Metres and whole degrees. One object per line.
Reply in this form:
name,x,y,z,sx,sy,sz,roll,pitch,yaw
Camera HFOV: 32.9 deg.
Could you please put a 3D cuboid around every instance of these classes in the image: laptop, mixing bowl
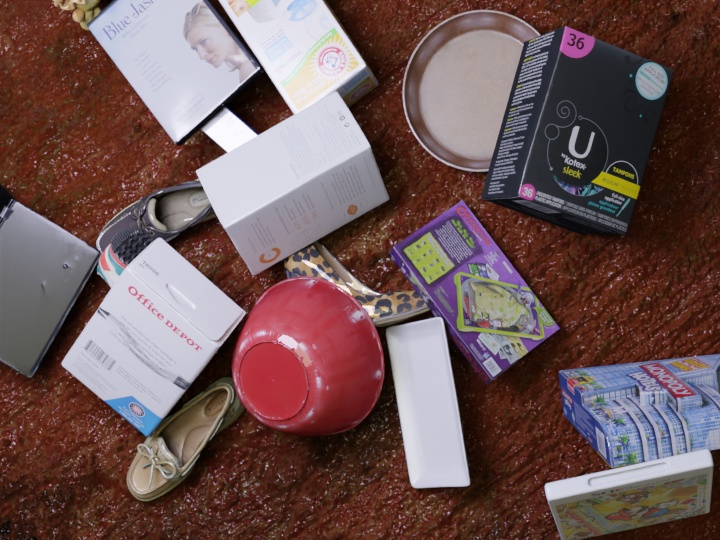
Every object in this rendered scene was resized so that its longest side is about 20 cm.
laptop,-0.466,0.003,1.610,0.199,0.115,0.189,32,91,52
mixing bowl,-0.082,0.118,1.472,0.197,0.108,0.204,6,105,25

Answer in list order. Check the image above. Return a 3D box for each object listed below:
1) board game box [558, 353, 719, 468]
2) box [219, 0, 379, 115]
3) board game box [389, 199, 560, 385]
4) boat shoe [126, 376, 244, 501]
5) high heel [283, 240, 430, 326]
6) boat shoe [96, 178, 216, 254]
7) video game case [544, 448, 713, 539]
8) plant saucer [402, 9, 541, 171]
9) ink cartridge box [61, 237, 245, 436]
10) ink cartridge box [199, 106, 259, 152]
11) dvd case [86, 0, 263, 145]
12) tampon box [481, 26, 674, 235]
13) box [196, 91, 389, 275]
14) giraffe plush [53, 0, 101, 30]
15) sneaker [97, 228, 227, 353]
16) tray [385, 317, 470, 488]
board game box,0.350,0.151,1.401,0.196,0.200,0.063,-10,101,-4
box,-0.078,-0.292,1.541,0.112,0.101,0.201,-34,81,6
board game box,0.139,0.025,1.488,0.119,0.032,0.201,-33,79,-20
boat shoe,-0.228,0.211,1.546,0.073,0.063,0.200,42,94,10
high heel,0.000,0.000,1.521,0.197,0.071,0.145,-10,82,12
boat shoe,-0.261,-0.071,1.573,0.198,0.065,0.074,-28,84,8
video game case,0.307,0.259,1.381,0.179,0.200,0.023,-14,63,8
plant saucer,0.152,-0.223,1.529,0.197,0.034,0.204,-1,86,9
ink cartridge box,-0.253,0.083,1.491,0.144,0.084,0.200,40,126,-3
ink cartridge box,-0.196,-0.204,1.559,0.199,0.094,0.044,42,93,10
dvd case,-0.231,-0.276,1.514,0.142,0.018,0.201,-40,78,5
tampon box,0.252,-0.159,1.434,0.148,0.126,0.203,17,88,-15
box,-0.080,-0.104,1.490,0.198,0.125,0.098,-29,60,-3
giraffe plush,-0.343,-0.398,1.537,0.172,0.199,0.164,34,85,-33
sneaker,-0.256,0.038,1.568,0.200,0.071,0.093,44,137,-10
tray,0.087,0.162,1.492,0.107,0.022,0.204,-14,84,48
